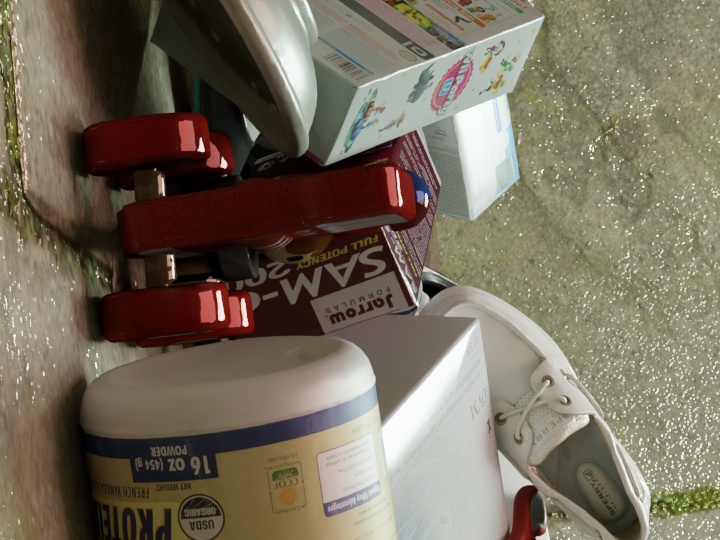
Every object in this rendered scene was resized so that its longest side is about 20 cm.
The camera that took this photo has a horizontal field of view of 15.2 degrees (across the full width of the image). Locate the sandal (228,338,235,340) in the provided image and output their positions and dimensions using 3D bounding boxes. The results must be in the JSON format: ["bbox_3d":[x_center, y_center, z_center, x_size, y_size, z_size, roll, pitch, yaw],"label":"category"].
[{"bbox_3d":[-0.070,0.010,1.665,0.201,0.048,0.076,73,-8,-58],"label":"sandal"}]

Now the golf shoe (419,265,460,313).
[{"bbox_3d":[0.000,0.013,1.812,0.200,0.092,0.073,3,91,-53],"label":"golf shoe"}]

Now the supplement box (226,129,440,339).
[{"bbox_3d":[-0.017,-0.025,1.604,0.200,0.108,0.061,-77,145,-67],"label":"supplement box"}]

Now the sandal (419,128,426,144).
[{"bbox_3d":[-0.010,-0.103,1.789,0.207,0.059,0.079,47,24,-56],"label":"sandal"}]

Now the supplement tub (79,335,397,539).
[{"bbox_3d":[-0.052,0.141,1.299,0.144,0.144,0.201,-58,140,-81],"label":"supplement tub"}]

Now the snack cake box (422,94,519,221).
[{"bbox_3d":[0.012,-0.117,1.964,0.067,0.199,0.115,-41,132,-38],"label":"snack cake box"}]

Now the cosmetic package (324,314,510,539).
[{"bbox_3d":[-0.004,0.155,1.583,0.199,0.122,0.201,-45,132,-56],"label":"cosmetic package"}]

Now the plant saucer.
[{"bbox_3d":[-0.072,-0.157,1.484,0.200,0.050,0.200,55,-8,12],"label":"plant saucer"}]

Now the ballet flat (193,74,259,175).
[{"bbox_3d":[-0.082,-0.144,1.713,0.068,0.068,0.201,-61,144,-82],"label":"ballet flat"}]

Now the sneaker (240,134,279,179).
[{"bbox_3d":[-0.070,-0.090,1.818,0.071,0.083,0.200,-42,-155,45],"label":"sneaker"}]

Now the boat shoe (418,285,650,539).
[{"bbox_3d":[0.114,0.091,1.651,0.200,0.071,0.069,47,3,-13],"label":"boat shoe"}]

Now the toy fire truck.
[{"bbox_3d":[-0.049,-0.025,1.410,0.200,0.167,0.113,22,61,-83],"label":"toy fire truck"}]

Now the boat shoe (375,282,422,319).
[{"bbox_3d":[0.000,0.000,1.732,0.200,0.073,0.067,-98,-175,-67],"label":"boat shoe"}]

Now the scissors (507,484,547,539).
[{"bbox_3d":[0.091,0.168,1.623,0.200,0.014,0.074,10,77,-75],"label":"scissors"}]

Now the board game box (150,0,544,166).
[{"bbox_3d":[-0.005,-0.148,1.642,0.200,0.147,0.064,-25,145,-48],"label":"board game box"}]

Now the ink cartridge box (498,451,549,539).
[{"bbox_3d":[0.024,0.137,1.779,0.200,0.084,0.145,10,-63,51],"label":"ink cartridge box"}]
